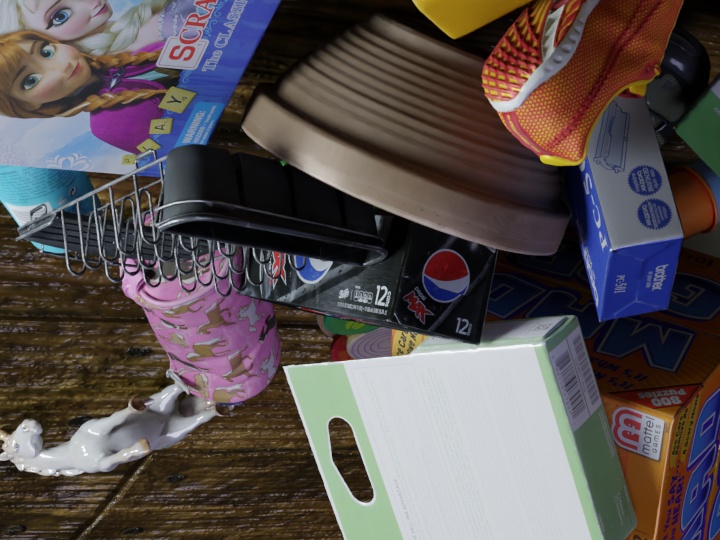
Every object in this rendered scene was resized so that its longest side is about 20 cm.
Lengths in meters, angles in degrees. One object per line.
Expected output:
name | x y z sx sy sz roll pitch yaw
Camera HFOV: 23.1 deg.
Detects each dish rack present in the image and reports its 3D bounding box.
dish rack | -0.100 -0.020 1.030 0.153 0.055 0.199 11 159 -42

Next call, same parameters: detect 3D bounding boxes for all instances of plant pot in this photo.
plant pot | 0.038 -0.090 1.022 0.200 0.201 0.093 11 106 -40

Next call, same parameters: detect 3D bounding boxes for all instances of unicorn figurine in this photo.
unicorn figurine | -0.193 0.126 1.396 0.199 0.074 0.137 2 161 -40

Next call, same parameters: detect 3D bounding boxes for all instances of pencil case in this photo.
pencil case | -0.111 0.025 1.239 0.082 0.087 0.200 17 157 14

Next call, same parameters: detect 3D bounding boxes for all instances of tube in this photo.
tube | -0.204 -0.081 1.028 0.077 0.051 0.200 -22 148 -2

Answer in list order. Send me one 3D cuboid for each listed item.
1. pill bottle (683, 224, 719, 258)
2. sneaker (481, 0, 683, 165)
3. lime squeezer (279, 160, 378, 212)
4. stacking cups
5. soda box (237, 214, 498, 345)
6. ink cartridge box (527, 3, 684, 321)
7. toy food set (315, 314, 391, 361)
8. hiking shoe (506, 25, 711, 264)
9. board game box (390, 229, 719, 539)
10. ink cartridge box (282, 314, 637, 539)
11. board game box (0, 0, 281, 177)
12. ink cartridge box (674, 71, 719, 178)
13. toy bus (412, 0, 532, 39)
pill bottle | 0.229 0.027 1.360 0.119 0.120 0.200 -11 154 -4
sneaker | 0.139 -0.140 0.952 0.077 0.200 0.073 49 160 -29
lime squeezer | -0.019 -0.058 1.100 0.199 0.038 0.071 15 174 26
stacking cups | 0.242 -0.056 1.204 0.199 0.061 0.061 -27 157 -17
soda box | 0.000 0.000 1.104 0.070 0.064 0.200 15 176 -30
ink cartridge box | 0.137 -0.082 1.010 0.044 0.201 0.094 -10 154 -2
toy food set | 0.059 0.023 1.349 0.197 0.049 0.200 -19 153 11
hiking shoe | 0.158 -0.075 1.128 0.075 0.101 0.200 27 145 -5
board game box | 0.151 0.103 1.205 0.200 0.199 0.201 -39 139 -48
ink cartridge box | 0.061 0.108 1.105 0.199 0.146 0.048 -6 -160 38
board game box | -0.149 -0.134 0.919 0.198 0.041 0.200 2 139 -29
ink cartridge box | 0.298 -0.142 1.039 0.146 0.084 0.200 -37 170 -35
toy bus | 0.114 -0.202 0.903 0.199 0.079 0.065 -25 152 21
